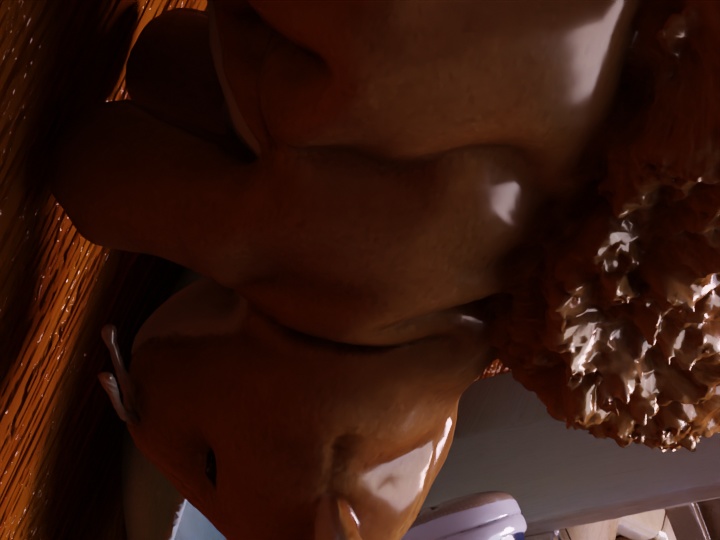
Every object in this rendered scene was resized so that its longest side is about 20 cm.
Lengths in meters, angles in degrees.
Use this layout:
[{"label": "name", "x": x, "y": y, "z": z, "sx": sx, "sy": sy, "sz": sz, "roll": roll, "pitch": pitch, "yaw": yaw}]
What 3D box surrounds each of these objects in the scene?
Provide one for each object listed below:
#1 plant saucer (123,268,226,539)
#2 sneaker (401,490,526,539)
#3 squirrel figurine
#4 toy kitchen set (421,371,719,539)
[{"label": "plant saucer", "x": -0.034, "y": 0.020, "z": 0.741, "sx": 0.202, "sy": 0.039, "sz": 0.201, "roll": -63, "pitch": 172, "yaw": -17}, {"label": "sneaker", "x": -0.013, "y": 0.161, "z": 0.725, "sx": 0.199, "sy": 0.109, "sz": 0.070, "roll": -34, "pitch": 164, "yaw": 8}, {"label": "squirrel figurine", "x": 0.025, "y": -0.007, "z": 0.539, "sx": 0.142, "sy": 0.199, "sz": 0.188, "roll": -68, "pitch": 167, "yaw": -69}, {"label": "toy kitchen set", "x": 0.114, "y": 0.139, "z": 0.869, "sx": 0.181, "sy": 0.162, "sz": 0.200, "roll": 65, "pitch": 25, "yaw": -21}]
